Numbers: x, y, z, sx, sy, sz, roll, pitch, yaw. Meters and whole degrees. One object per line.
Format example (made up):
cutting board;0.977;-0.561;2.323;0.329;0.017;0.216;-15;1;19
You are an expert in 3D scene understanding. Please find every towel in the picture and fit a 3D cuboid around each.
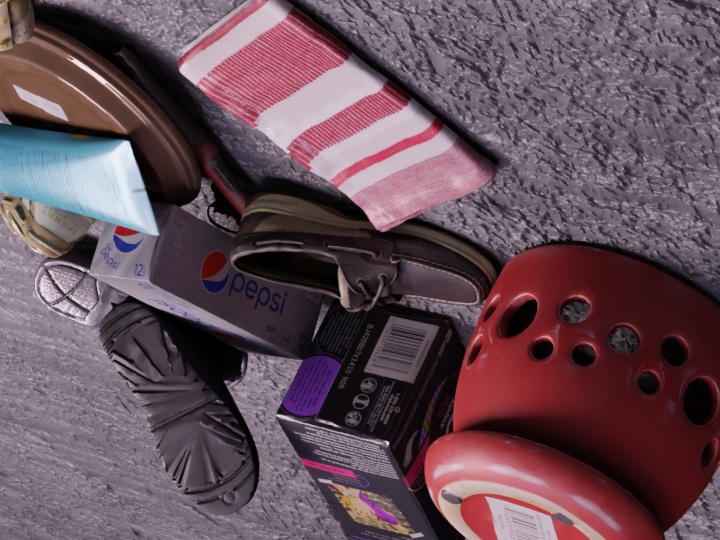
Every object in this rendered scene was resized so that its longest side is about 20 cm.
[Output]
towel;-0.019;-0.104;1.410;0.200;0.023;0.144;37;152;-17

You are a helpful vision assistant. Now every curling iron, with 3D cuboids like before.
curling iron;-0.128;-0.091;1.535;0.049;0.026;0.200;3;144;36

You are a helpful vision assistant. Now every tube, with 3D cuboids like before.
tube;-0.227;-0.075;1.547;0.199;0.050;0.078;14;135;42

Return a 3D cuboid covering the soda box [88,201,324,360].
soda box;-0.114;0.009;1.597;0.068;0.064;0.200;6;165;38

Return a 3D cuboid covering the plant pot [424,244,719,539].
plant pot;0.156;0.111;1.448;0.199;0.183;0.201;20;153;11

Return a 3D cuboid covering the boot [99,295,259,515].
boot;-0.129;0.088;1.672;0.199;0.073;0.162;58;-166;-2

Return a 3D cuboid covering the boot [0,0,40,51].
boot;-0.228;-0.202;1.380;0.199;0.073;0.156;22;153;18

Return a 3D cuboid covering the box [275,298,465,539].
box;0.029;0.131;1.673;0.106;0.123;0.200;13;151;27

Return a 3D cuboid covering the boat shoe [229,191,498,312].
boat shoe;0.000;0.000;1.521;0.199;0.065;0.073;13;147;18

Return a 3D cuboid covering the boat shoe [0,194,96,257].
boat shoe;-0.257;-0.040;1.680;0.073;0.063;0.200;36;169;-18

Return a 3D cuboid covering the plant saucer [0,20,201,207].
plant saucer;-0.205;-0.109;1.545;0.200;0.030;0.200;32;159;14

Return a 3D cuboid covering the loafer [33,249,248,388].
loafer;-0.182;0.034;1.795;0.199;0.063;0.072;26;112;1
